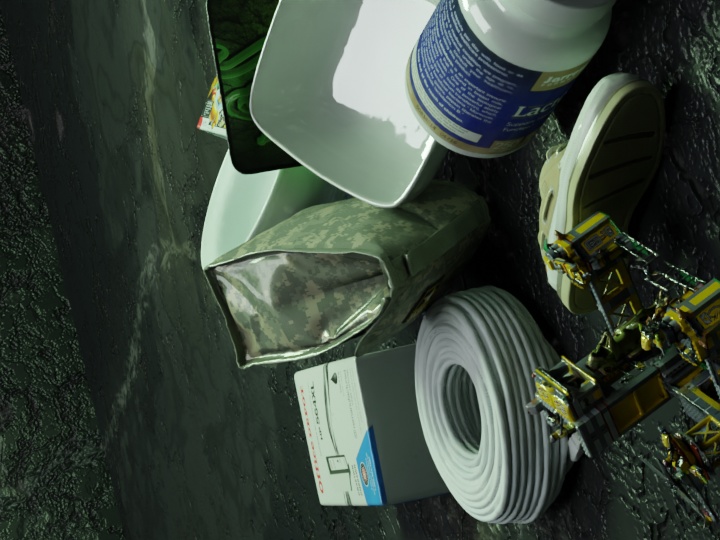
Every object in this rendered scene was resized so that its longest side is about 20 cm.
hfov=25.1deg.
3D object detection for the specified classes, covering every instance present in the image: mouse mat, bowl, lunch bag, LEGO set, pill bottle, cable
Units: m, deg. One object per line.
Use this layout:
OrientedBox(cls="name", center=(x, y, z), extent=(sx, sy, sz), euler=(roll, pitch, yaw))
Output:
OrientedBox(cls="mouse mat", center=(-0.042, -0.177, 1.447), extent=(0.007, 0.198, 0.163), euler=(-5, 96, 56))
OrientedBox(cls="bowl", center=(-0.073, -0.074, 1.558), extent=(0.201, 0.090, 0.203), euler=(-51, 28, 40))
OrientedBox(cls="lunch bag", center=(0.000, 0.000, 1.369), extent=(0.199, 0.164, 0.119), euler=(-13, 103, 39))
OrientedBox(cls="LEGO set", center=(0.169, 0.064, 1.047), extent=(0.200, 0.115, 0.155), euler=(43, 164, 50))
OrientedBox(cls="pill bottle", center=(0.110, -0.173, 1.149), extent=(0.200, 0.114, 0.117), euler=(123, 134, -62))
OrientedBox(cls="cable", center=(0.108, 0.116, 1.358), extent=(0.201, 0.068, 0.201), euler=(101, 151, -45))
OrientedBox(cls="bowl", center=(0.017, -0.172, 1.353), extent=(0.199, 0.074, 0.201), euler=(35, 113, 32))

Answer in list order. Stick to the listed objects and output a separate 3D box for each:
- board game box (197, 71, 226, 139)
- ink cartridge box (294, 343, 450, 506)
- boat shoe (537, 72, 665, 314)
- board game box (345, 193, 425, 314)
OrientedBox(cls="board game box", center=(-0.099, -0.184, 1.549), extent=(0.128, 0.034, 0.200), euler=(-70, 21, 1))
OrientedBox(cls="ink cartridge box", center=(0.011, 0.158, 1.619), extent=(0.200, 0.083, 0.148), euler=(156, 103, -69))
OrientedBox(cls="boat shoe", center=(0.158, -0.061, 1.133), extent=(0.069, 0.074, 0.201), euler=(55, 150, 38))
OrientedBox(cls="board game box", center=(-0.001, -0.060, 1.606), extent=(0.200, 0.043, 0.202), euler=(-170, 73, -69))
